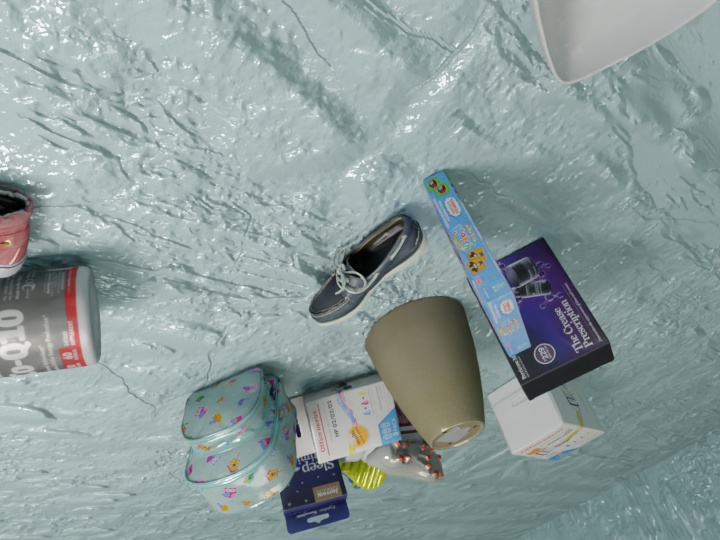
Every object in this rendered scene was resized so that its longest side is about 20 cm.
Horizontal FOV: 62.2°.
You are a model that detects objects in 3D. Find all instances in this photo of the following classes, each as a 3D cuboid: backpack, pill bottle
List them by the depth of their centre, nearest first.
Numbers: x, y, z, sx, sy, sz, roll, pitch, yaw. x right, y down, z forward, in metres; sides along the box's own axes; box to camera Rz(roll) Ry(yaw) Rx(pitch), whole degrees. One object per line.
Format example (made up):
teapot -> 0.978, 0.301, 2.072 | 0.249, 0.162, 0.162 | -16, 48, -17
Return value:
pill bottle -> -0.398, 0.061, 0.655 | 0.197, 0.115, 0.115 | -6, 141, -19
backpack -> -0.191, 0.266, 0.940 | 0.174, 0.201, 0.154 | -21, 128, 4
pill bottle -> 0.049, 0.328, 1.206 | 0.198, 0.110, 0.110 | 1, 138, -26

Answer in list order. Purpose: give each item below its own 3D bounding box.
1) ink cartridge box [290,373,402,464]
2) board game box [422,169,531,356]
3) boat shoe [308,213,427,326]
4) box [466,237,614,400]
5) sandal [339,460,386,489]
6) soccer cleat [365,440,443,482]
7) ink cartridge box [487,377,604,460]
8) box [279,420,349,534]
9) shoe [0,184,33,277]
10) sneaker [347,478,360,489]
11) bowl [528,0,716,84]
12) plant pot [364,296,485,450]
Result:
ink cartridge box -> -0.036, 0.271, 1.080 | 0.197, 0.117, 0.068 | -14, -176, -9
board game box -> 0.147, -0.009, 0.756 | 0.036, 0.201, 0.152 | -26, 144, 8
boat shoe -> 0.000, 0.000, 0.803 | 0.199, 0.075, 0.062 | -36, 142, 17
box -> 0.270, 0.072, 0.914 | 0.140, 0.201, 0.079 | -30, 143, 12
sandal -> -0.031, 0.396, 1.254 | 0.199, 0.087, 0.080 | 29, 81, -22
soccer cleat -> 0.090, 0.366, 1.146 | 0.077, 0.070, 0.199 | -26, 141, 28
ink cartridge box -> 0.417, 0.325, 1.347 | 0.199, 0.146, 0.147 | 21, 128, -41
box -> -0.098, 0.374, 1.117 | 0.120, 0.201, 0.033 | -9, 142, -15
shoe -> -0.417, -0.046, 0.555 | 0.198, 0.072, 0.091 | 4, 136, -37
sneaker -> 0.022, 0.424, 1.362 | 0.082, 0.071, 0.201 | -23, 147, -36
bowl -> 0.238, -0.298, 0.545 | 0.198, 0.075, 0.200 | -27, 143, 10
plant pot -> 0.122, 0.181, 0.982 | 0.185, 0.202, 0.188 | -13, 143, -10
